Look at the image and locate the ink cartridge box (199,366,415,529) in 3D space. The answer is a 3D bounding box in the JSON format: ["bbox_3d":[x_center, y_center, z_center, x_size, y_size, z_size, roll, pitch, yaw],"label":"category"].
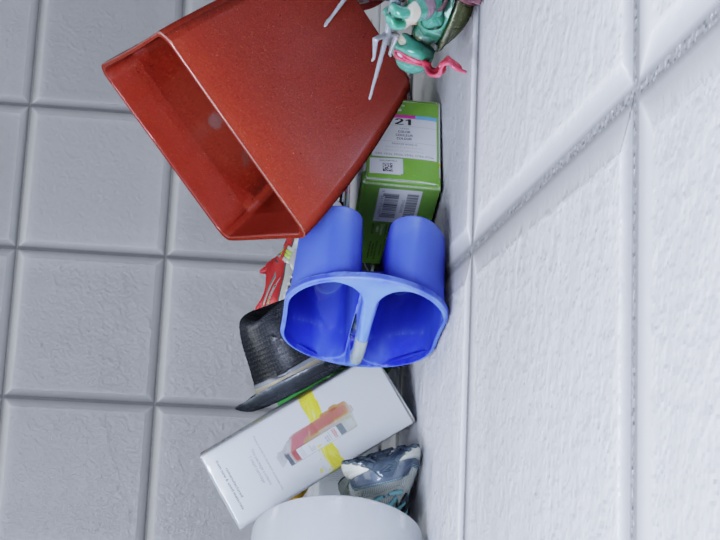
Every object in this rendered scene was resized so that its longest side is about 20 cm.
[{"bbox_3d":[-0.057,0.171,1.243,0.084,0.200,0.145,60,170,3],"label":"ink cartridge box"}]

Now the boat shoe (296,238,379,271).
[{"bbox_3d":[0.000,0.000,1.308,0.071,0.072,0.200,48,-179,33],"label":"boat shoe"}]

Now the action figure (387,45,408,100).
[{"bbox_3d":[0.025,-0.166,1.395,0.052,0.065,0.201,24,-118,-49],"label":"action figure"}]

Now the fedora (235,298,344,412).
[{"bbox_3d":[-0.062,0.067,1.256,0.092,0.200,0.201,62,174,-1],"label":"fedora"}]

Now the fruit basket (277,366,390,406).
[{"bbox_3d":[-0.024,0.102,1.452,0.185,0.094,0.200,-43,17,31],"label":"fruit basket"}]

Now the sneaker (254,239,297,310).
[{"bbox_3d":[-0.087,-0.014,1.539,0.077,0.085,0.200,46,-133,-34],"label":"sneaker"}]

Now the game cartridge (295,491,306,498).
[{"bbox_3d":[-0.046,0.226,1.636,0.176,0.032,0.200,-55,-10,-21],"label":"game cartridge"}]

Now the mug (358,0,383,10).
[{"bbox_3d":[0.004,-0.411,1.438,0.200,0.133,0.178,-166,77,-81],"label":"mug"}]

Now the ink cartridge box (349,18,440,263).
[{"bbox_3d":[0.032,-0.127,1.220,0.148,0.076,0.200,102,172,-59],"label":"ink cartridge box"}]

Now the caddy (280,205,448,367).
[{"bbox_3d":[0.003,0.029,1.080,0.200,0.141,0.105,104,174,-65],"label":"caddy"}]

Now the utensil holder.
[{"bbox_3d":[-0.024,0.316,1.044,0.170,0.169,0.200,100,173,-52],"label":"utensil holder"}]

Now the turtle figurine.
[{"bbox_3d":[0.049,-0.234,0.980,0.200,0.100,0.150,-69,26,13],"label":"turtle figurine"}]

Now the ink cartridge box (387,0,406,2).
[{"bbox_3d":[-0.003,-0.394,1.310,0.047,0.160,0.201,152,122,-82],"label":"ink cartridge box"}]

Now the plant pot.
[{"bbox_3d":[-0.078,-0.159,1.076,0.200,0.176,0.200,55,160,-16],"label":"plant pot"}]

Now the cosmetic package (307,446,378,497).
[{"bbox_3d":[-0.019,0.305,1.444,0.200,0.081,0.113,-92,10,-53],"label":"cosmetic package"}]

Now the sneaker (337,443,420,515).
[{"bbox_3d":[0.026,0.223,1.169,0.200,0.077,0.087,95,161,-69],"label":"sneaker"}]

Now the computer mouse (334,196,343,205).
[{"bbox_3d":[-0.042,-0.051,1.477,0.110,0.044,0.201,107,169,-65],"label":"computer mouse"}]

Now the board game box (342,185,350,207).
[{"bbox_3d":[0.010,-0.102,1.537,0.196,0.056,0.200,101,171,-54],"label":"board game box"}]
